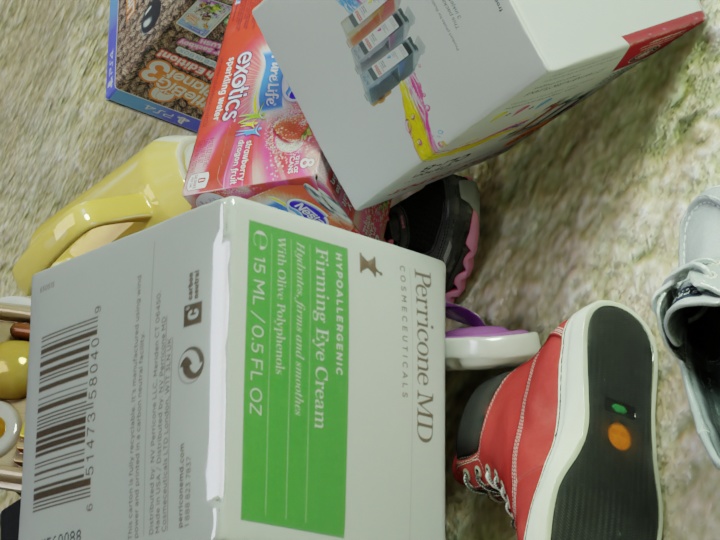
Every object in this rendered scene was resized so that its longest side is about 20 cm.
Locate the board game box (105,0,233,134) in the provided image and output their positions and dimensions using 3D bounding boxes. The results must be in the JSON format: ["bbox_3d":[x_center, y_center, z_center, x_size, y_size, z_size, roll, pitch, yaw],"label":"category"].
[{"bbox_3d":[-0.121,-0.239,1.810,0.200,0.097,0.160,-44,37,42],"label":"board game box"}]

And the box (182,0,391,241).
[{"bbox_3d":[-0.033,-0.104,1.413,0.100,0.095,0.200,-9,51,27],"label":"box"}]

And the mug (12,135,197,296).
[{"bbox_3d":[-0.158,-0.016,1.682,0.153,0.149,0.187,-42,11,30],"label":"mug"}]

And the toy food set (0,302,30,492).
[{"bbox_3d":[-0.240,0.077,1.530,0.200,0.060,0.144,6,62,22],"label":"toy food set"}]

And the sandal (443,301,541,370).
[{"bbox_3d":[0.038,0.035,1.351,0.203,0.082,0.050,-1,91,50],"label":"sandal"}]

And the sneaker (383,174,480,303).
[{"bbox_3d":[0.000,0.000,1.431,0.200,0.095,0.079,-45,35,38],"label":"sneaker"}]

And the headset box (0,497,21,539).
[{"bbox_3d":[-0.132,0.230,1.385,0.093,0.200,0.174,-33,55,51],"label":"headset box"}]

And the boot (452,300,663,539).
[{"bbox_3d":[0.095,0.130,1.197,0.144,0.072,0.200,-39,33,48],"label":"boot"}]

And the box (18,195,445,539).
[{"bbox_3d":[-0.074,0.089,1.273,0.200,0.171,0.199,-19,64,45],"label":"box"}]

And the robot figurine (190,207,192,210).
[{"bbox_3d":[-0.067,-0.024,1.546,0.144,0.117,0.200,8,80,63],"label":"robot figurine"}]

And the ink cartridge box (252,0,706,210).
[{"bbox_3d":[0.065,-0.151,1.290,0.200,0.145,0.145,-33,82,50],"label":"ink cartridge box"}]

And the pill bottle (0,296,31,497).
[{"bbox_3d":[-0.235,0.117,1.668,0.112,0.200,0.113,-14,51,17],"label":"pill bottle"}]

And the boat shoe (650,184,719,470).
[{"bbox_3d":[0.185,0.025,1.088,0.070,0.071,0.201,-50,33,35],"label":"boat shoe"}]
